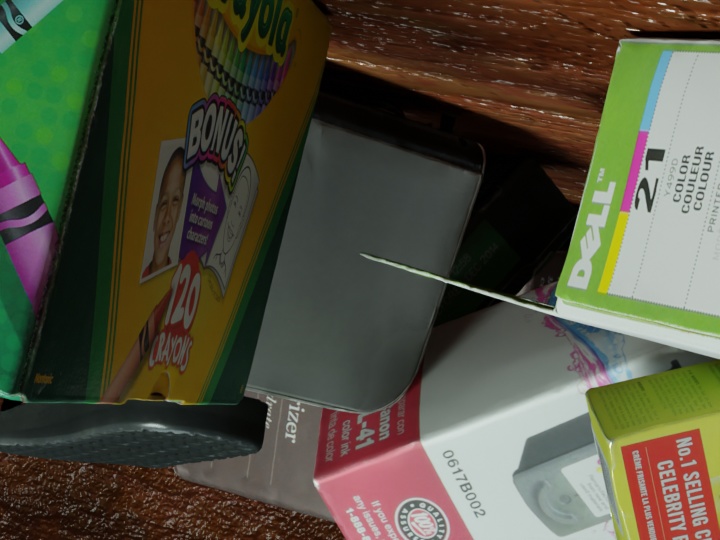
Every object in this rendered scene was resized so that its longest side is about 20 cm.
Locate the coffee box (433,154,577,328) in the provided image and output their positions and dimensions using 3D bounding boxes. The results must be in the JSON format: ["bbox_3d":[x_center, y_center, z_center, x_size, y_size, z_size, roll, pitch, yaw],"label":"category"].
[{"bbox_3d":[0.000,0.000,0.866,0.044,0.123,0.200,49,165,-21],"label":"coffee box"}]

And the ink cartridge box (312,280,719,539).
[{"bbox_3d":[0.103,0.079,0.723,0.200,0.148,0.086,-21,-156,19],"label":"ink cartridge box"}]

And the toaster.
[{"bbox_3d":[-0.083,-0.027,0.720,0.200,0.119,0.181,15,176,-37],"label":"toaster"}]

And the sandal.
[{"bbox_3d":[-0.101,0.050,0.753,0.075,0.048,0.200,16,164,-37],"label":"sandal"}]

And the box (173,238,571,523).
[{"bbox_3d":[0.031,0.048,1.052,0.200,0.166,0.164,12,-173,30],"label":"box"}]

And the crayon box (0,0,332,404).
[{"bbox_3d":[-0.064,-0.030,0.479,0.058,0.119,0.200,13,178,10],"label":"crayon box"}]

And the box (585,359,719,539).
[{"bbox_3d":[0.179,0.056,0.625,0.200,0.075,0.050,-12,-164,2],"label":"box"}]

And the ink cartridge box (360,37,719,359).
[{"bbox_3d":[0.114,-0.009,0.522,0.148,0.076,0.200,14,180,-32],"label":"ink cartridge box"}]
